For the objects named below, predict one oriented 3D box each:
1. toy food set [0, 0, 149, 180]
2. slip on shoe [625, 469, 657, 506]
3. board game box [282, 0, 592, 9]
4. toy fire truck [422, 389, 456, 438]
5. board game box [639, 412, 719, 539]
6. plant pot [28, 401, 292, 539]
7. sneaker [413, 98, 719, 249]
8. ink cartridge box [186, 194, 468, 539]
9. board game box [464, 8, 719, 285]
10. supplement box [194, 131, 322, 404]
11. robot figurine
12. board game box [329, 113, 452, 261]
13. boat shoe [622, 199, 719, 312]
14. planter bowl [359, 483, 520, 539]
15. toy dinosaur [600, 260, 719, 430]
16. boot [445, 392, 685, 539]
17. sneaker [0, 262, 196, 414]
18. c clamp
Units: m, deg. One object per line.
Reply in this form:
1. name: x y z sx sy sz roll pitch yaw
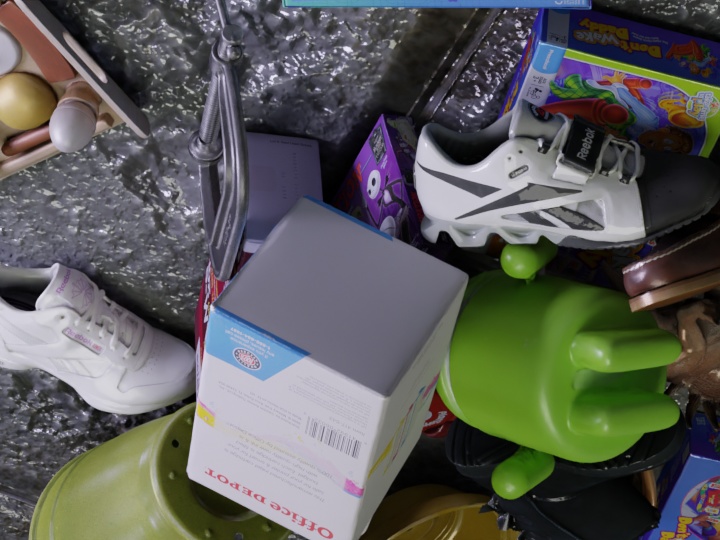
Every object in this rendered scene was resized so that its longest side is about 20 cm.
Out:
1. toy food set: -0.265 -0.112 1.319 0.199 0.061 0.144 -21 129 29
2. slip on shoe: 0.193 0.129 1.467 0.076 0.061 0.201 -35 140 -18
3. board game box: 0.042 -0.231 1.145 0.198 0.045 0.153 2 137 8
4. toy fire truck: 0.042 0.090 1.455 0.167 0.113 0.200 21 141 -39
5. board game box: 0.310 0.208 1.563 0.134 0.045 0.201 12 137 -2
6. plant pot: -0.141 0.198 1.502 0.199 0.201 0.193 25 145 -16
7. sneaker: 0.129 -0.066 1.190 0.199 0.074 0.089 -4 124 12
8. ink cartridge box: -0.027 0.079 1.248 0.128 0.125 0.201 26 139 11
9. board game box: 0.159 -0.080 1.273 0.134 0.045 0.201 13 137 -4
10. supplement box: -0.076 0.007 1.371 0.060 0.109 0.201 6 138 -12
11. robot figurine: 0.126 0.062 1.271 0.115 0.177 0.200 -7 -168 -33
12. board game box: 0.000 0.000 1.340 0.032 0.121 0.200 8 137 -23
13. boat shoe: 0.231 -0.024 1.236 0.070 0.199 0.071 -19 89 41
14. planter bowl: 0.054 0.243 1.598 0.199 0.084 0.201 -14 132 -16
15. toy dinosaur: 0.232 0.053 1.335 0.199 0.086 0.136 11 139 -36
16. boot: 0.173 0.153 1.386 0.197 0.074 0.162 -10 143 31
17. sneaker: -0.215 0.050 1.472 0.199 0.075 0.100 17 138 -8
18. c clamp: -0.093 -0.093 1.269 0.027 0.172 0.200 -6 153 -14
